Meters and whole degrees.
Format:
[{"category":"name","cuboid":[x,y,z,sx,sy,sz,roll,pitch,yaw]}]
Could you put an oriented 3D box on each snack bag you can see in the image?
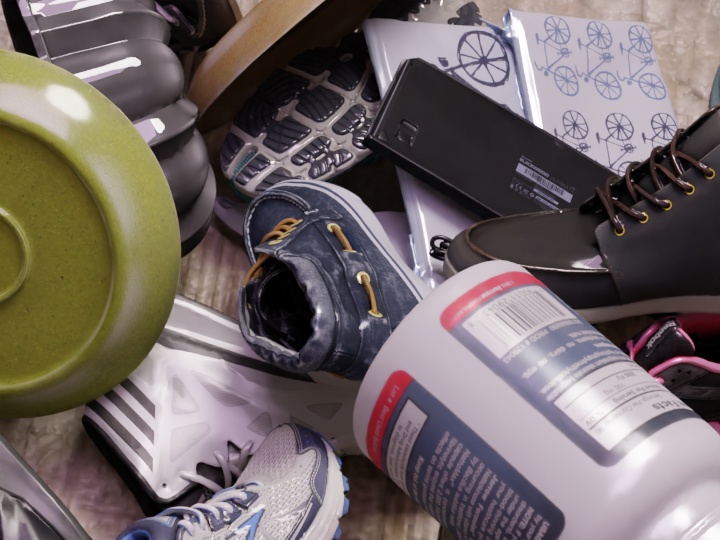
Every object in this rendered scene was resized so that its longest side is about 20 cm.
[{"category":"snack bag","cuboid":[0.101,-0.066,1.592,0.199,0.021,0.190,3,61,-27]}]

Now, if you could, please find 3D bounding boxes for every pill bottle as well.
[{"category":"pill bottle","cuboid":[0.103,0.099,1.322,0.119,0.120,0.200,-33,59,-27]}]

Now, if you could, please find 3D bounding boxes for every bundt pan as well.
[{"category":"bundt pan","cuboid":[-0.134,-0.090,1.538,0.075,0.202,0.202,-19,54,-9]}]

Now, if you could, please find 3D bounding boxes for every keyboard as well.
[{"category":"keyboard","cuboid":[0.090,-0.027,1.541,0.199,0.021,0.127,30,49,-6]}]

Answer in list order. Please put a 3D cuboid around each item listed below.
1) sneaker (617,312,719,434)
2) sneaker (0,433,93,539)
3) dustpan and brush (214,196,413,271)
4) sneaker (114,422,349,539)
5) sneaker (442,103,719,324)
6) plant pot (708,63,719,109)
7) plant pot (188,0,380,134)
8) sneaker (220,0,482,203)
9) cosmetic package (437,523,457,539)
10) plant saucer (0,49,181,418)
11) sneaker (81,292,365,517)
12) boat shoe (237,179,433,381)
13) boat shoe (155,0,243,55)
[{"category":"sneaker","cuboid":[0.143,0.062,1.503,0.199,0.096,0.079,-22,57,-19]},{"category":"sneaker","cuboid":[-0.183,0.162,1.419,0.114,0.076,0.199,-44,81,-7]},{"category":"dustpan and brush","cuboid":[0.000,0.000,1.572,0.200,0.057,0.139,37,38,17]},{"category":"sneaker","cuboid":[-0.072,0.139,1.376,0.085,0.077,0.201,42,46,-18]},{"category":"sneaker","cuboid":[0.143,-0.036,1.466,0.199,0.107,0.075,-2,34,-12]},{"category":"plant pot","cuboid":[0.310,-0.129,1.647,0.199,0.135,0.201,2,50,-2]},{"category":"plant pot","cuboid":[-0.025,-0.149,1.603,0.200,0.200,0.028,-37,86,-29]},{"category":"sneaker","cuboid":[0.001,-0.087,1.626,0.077,0.080,0.200,37,53,23]},{"category":"cosmetic package","cuboid":[0.133,0.177,1.402,0.199,0.104,0.073,7,51,4]},{"category":"plant saucer","cuboid":[-0.191,-0.013,1.445,0.199,0.201,0.031,13,21,7]},{"category":"sneaker","cuboid":[-0.053,0.096,1.494,0.199,0.076,0.116,20,71,5]},{"category":"boat shoe","cuboid":[-0.032,-0.001,1.464,0.090,0.071,0.200,13,16,-34]},{"category":"boat shoe","cuboid":[-0.108,-0.150,1.618,0.057,0.200,0.067,-28,91,-8]}]
